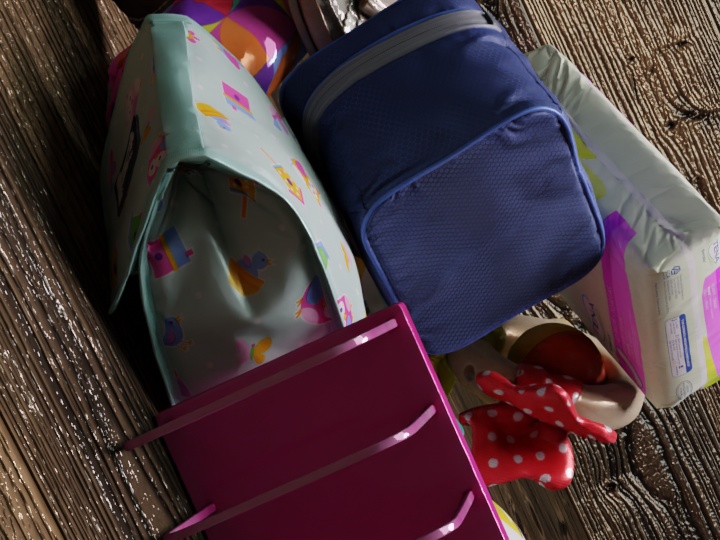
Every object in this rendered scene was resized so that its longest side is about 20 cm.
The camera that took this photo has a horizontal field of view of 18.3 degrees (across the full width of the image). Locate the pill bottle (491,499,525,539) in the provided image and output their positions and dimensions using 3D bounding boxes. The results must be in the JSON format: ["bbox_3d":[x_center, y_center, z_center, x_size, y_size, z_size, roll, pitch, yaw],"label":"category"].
[{"bbox_3d":[0.039,0.178,1.392,0.200,0.111,0.112,49,18,-69],"label":"pill bottle"}]

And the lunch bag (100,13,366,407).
[{"bbox_3d":[-0.073,-0.019,1.181,0.171,0.121,0.201,-102,172,-57],"label":"lunch bag"}]

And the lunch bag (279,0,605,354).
[{"bbox_3d":[0.047,-0.059,1.279,0.133,0.135,0.200,59,-4,34],"label":"lunch bag"}]

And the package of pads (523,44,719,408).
[{"bbox_3d":[0.155,-0.026,1.397,0.200,0.068,0.155,53,-13,38],"label":"package of pads"}]

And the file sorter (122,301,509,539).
[{"bbox_3d":[-0.009,0.138,1.058,0.201,0.138,0.125,66,10,1],"label":"file sorter"}]

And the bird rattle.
[{"bbox_3d":[0.109,0.061,1.413,0.200,0.162,0.114,26,-68,52],"label":"bird rattle"}]

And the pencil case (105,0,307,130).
[{"bbox_3d":[-0.076,-0.140,1.325,0.089,0.088,0.200,63,37,-23],"label":"pencil case"}]

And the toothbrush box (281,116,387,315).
[{"bbox_3d":[0.005,-0.045,1.516,0.085,0.200,0.147,9,-48,45],"label":"toothbrush box"}]

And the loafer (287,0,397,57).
[{"bbox_3d":[0.023,-0.128,1.346,0.200,0.062,0.072,54,47,-47],"label":"loafer"}]

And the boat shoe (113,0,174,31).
[{"bbox_3d":[-0.154,-0.221,1.466,0.059,0.072,0.200,42,14,-36],"label":"boat shoe"}]

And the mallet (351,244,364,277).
[{"bbox_3d":[0.000,0.000,1.401,0.041,0.201,0.066,29,-17,-26],"label":"mallet"}]

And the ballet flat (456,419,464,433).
[{"bbox_3d":[0.011,0.125,1.493,0.068,0.072,0.200,44,12,13],"label":"ballet flat"}]
